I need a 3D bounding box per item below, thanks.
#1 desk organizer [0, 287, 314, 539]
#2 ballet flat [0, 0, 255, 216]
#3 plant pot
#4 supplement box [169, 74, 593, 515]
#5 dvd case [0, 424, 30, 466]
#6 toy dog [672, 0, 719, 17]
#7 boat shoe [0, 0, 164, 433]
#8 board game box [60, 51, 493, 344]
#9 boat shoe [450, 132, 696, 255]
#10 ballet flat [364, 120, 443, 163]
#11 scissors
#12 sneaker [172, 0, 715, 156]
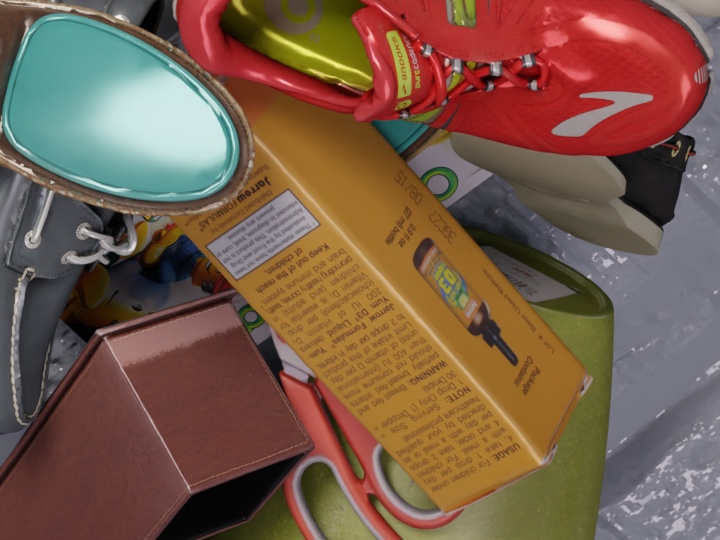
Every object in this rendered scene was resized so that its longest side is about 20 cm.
[{"bbox_3d":[-0.102,0.098,1.203,0.072,0.077,0.200,-18,159,-37],"label":"desk organizer"},{"bbox_3d":[-0.130,-0.069,1.056,0.199,0.065,0.071,22,84,7],"label":"ballet flat"},{"bbox_3d":[0.033,0.089,1.250,0.187,0.187,0.200,13,109,-27],"label":"plant pot"},{"bbox_3d":[0.000,0.000,1.114,0.200,0.067,0.069,47,129,-11],"label":"supplement box"},{"bbox_3d":[-0.214,0.039,1.177,0.143,0.018,0.200,-37,136,-23],"label":"dvd case"},{"bbox_3d":[0.193,-0.166,1.125,0.199,0.140,0.194,-15,119,-7],"label":"toy dog"},{"bbox_3d":[-0.119,-0.026,1.124,0.062,0.073,0.201,11,100,8],"label":"boat shoe"},{"bbox_3d":[-0.047,-0.038,1.203,0.200,0.035,0.126,-36,128,10],"label":"board game box"},{"bbox_3d":[0.090,-0.057,1.169,0.201,0.073,0.063,30,78,-68],"label":"boat shoe"},{"bbox_3d":[0.029,-0.101,1.114,0.069,0.063,0.200,43,130,-3],"label":"ballet flat"},{"bbox_3d":[-0.030,0.039,1.165,0.073,0.014,0.200,-35,94,8],"label":"scissors"},{"bbox_3d":[0.027,-0.074,1.026,0.199,0.085,0.077,10,115,9],"label":"sneaker"}]
